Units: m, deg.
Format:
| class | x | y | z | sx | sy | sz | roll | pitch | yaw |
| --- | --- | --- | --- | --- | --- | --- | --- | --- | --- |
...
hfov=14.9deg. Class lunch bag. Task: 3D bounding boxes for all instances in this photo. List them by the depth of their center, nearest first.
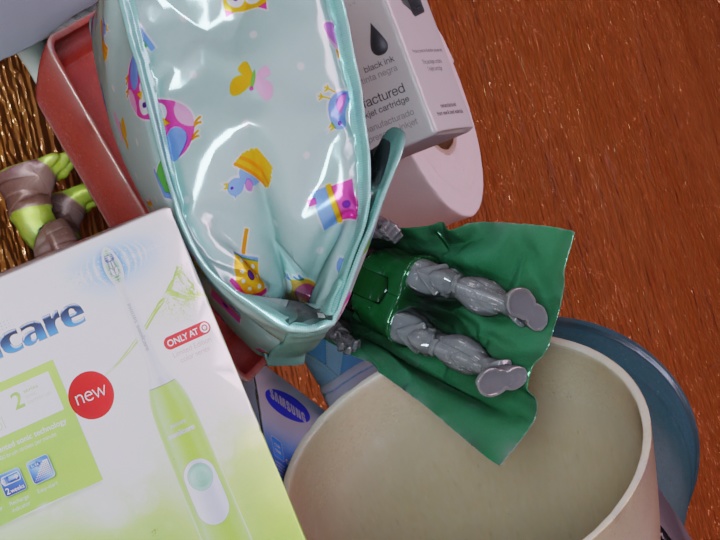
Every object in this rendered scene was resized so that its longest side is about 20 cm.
| class | x | y | z | sx | sy | sz | roll | pitch | yaw |
| --- | --- | --- | --- | --- | --- | --- | --- | --- | --- |
| lunch bag | -0.050 | -0.056 | 1.303 | 0.170 | 0.122 | 0.201 | 140 | -67 | -80 |

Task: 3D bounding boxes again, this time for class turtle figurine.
| class | x | y | z | sx | sy | sz | roll | pitch | yaw |
| --- | --- | --- | --- | --- | --- | --- | --- | --- | --- |
| turtle figurine | -0.136 | 0.029 | 1.409 | 0.200 | 0.064 | 0.162 | 27 | 39 | -61 |

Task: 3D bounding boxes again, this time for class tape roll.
| class | x | y | z | sx | sy | sz | roll | pitch | yaw |
| --- | --- | --- | --- | --- | --- | --- | --- | --- | --- |
| tape roll | 0.016 | -0.121 | 1.986 | 0.203 | 0.071 | 0.203 | 54 | 24 | -37 |

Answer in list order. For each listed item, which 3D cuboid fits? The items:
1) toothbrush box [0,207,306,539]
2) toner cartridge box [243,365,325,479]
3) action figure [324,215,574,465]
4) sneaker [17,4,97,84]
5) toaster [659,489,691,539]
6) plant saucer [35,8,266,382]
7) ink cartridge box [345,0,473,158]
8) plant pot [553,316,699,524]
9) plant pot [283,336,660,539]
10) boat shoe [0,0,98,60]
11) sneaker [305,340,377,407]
| class | x | y | z | sx | sy | sz | roll | pitch | yaw |
| --- | --- | --- | --- | --- | --- | --- | --- | --- | --- |
| toothbrush box | -0.122 | 0.093 | 1.231 | 0.086 | 0.145 | 0.200 | -17 | -84 | 66 |
| toner cartridge box | -0.029 | 0.132 | 1.632 | 0.200 | 0.043 | 0.095 | 40 | 33 | -55 |
| action figure | 0.015 | 0.011 | 1.388 | 0.055 | 0.200 | 0.118 | 20 | 91 | -42 |
| sneaker | -0.135 | -0.094 | 1.551 | 0.200 | 0.075 | 0.100 | 46 | 35 | -33 |
| toaster | 0.120 | 0.199 | 1.595 | 0.181 | 0.200 | 0.119 | 55 | 10 | -18 |
| plant saucer | -0.091 | -0.051 | 1.460 | 0.200 | 0.037 | 0.200 | 60 | 24 | -8 |
| ink cartridge box | -0.035 | -0.157 | 1.761 | 0.200 | 0.146 | 0.083 | 69 | 20 | 3 |
| plant pot | 0.115 | 0.159 | 1.751 | 0.200 | 0.200 | 0.188 | 62 | 18 | -20 |
| plant pot | 0.076 | 0.168 | 1.399 | 0.188 | 0.187 | 0.200 | -86 | 162 | -51 |
| boat shoe | -0.180 | -0.160 | 1.444 | 0.200 | 0.057 | 0.069 | -28 | 132 | -44 |
| sneaker | 0.000 | 0.000 | 1.592 | 0.079 | 0.200 | 0.131 | -34 | 86 | -35 |
